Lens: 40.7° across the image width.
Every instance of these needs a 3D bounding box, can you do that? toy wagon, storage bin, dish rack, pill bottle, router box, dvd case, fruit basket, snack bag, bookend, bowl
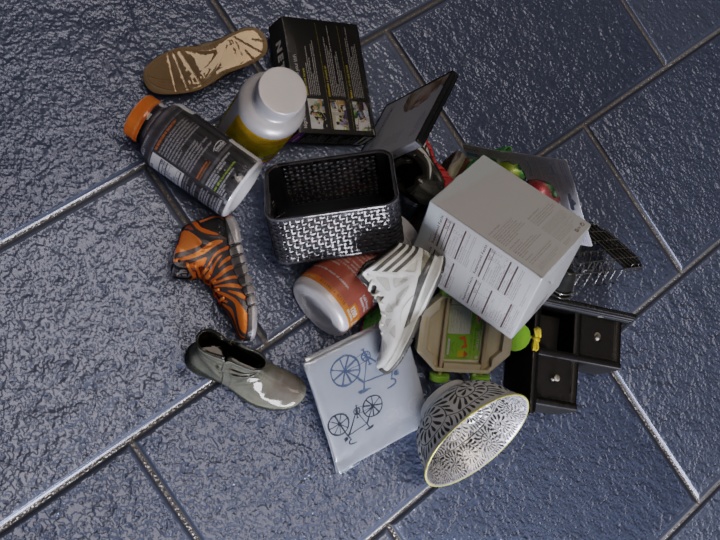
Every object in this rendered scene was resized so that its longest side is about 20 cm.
[{"bbox_3d":[0.187,0.103,1.543,0.199,0.040,0.156,3,104,-11],"label":"toy wagon"},{"bbox_3d":[-0.040,-0.097,1.472,0.199,0.094,0.135,-7,44,1],"label":"storage bin"},{"bbox_3d":[0.376,-0.024,1.667,0.200,0.055,0.153,-6,40,-30],"label":"dish rack"},{"bbox_3d":[-0.255,-0.178,1.453,0.200,0.106,0.106,36,67,0],"label":"pill bottle"},{"bbox_3d":[-0.062,-0.308,1.583,0.149,0.051,0.201,-2,78,-34],"label":"router box"},{"bbox_3d":[0.069,-0.234,1.552,0.018,0.200,0.143,35,67,-21],"label":"dvd case"},{"bbox_3d":[0.272,-0.126,1.571,0.094,0.200,0.185,-54,134,-30],"label":"fruit basket"},{"bbox_3d":[0.000,0.000,1.516,0.200,0.112,0.112,-42,95,-24],"label":"pill bottle"},{"bbox_3d":[0.015,0.189,1.498,0.188,0.021,0.200,-25,109,-26],"label":"snack bag"},{"bbox_3d":[-0.146,-0.234,1.465,0.104,0.200,0.105,5,76,-20],"label":"pill bottle"},{"bbox_3d":[0.350,0.158,1.627,0.198,0.092,0.201,13,74,-19],"label":"bookend"},{"bbox_3d":[0.155,0.232,1.506,0.200,0.201,0.094,-24,54,-25],"label":"bowl"}]

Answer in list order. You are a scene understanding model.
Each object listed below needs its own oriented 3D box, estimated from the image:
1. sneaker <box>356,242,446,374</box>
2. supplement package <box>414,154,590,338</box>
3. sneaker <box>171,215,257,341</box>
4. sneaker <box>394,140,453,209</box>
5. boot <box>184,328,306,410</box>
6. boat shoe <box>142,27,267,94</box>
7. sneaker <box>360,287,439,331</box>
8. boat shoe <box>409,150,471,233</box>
[{"bbox_3d":[0.039,0.049,1.451,0.115,0.076,0.201,23,103,1],"label":"sneaker"},{"bbox_3d":[0.207,-0.037,1.469,0.200,0.151,0.152,36,51,17],"label":"supplement package"},{"bbox_3d":[-0.223,0.018,1.452,0.112,0.078,0.200,-11,71,-19],"label":"sneaker"},{"bbox_3d":[0.077,-0.174,1.563,0.098,0.071,0.201,17,32,-39],"label":"sneaker"},{"bbox_3d":[-0.158,0.148,1.407,0.200,0.131,0.068,23,70,-15],"label":"boot"},{"bbox_3d":[-0.242,-0.325,1.525,0.200,0.065,0.072,-24,96,-6],"label":"boat shoe"},{"bbox_3d":[0.083,0.052,1.556,0.200,0.077,0.084,-40,102,-17],"label":"sneaker"},{"bbox_3d":[0.143,-0.108,1.621,0.072,0.076,0.200,35,69,-13],"label":"boat shoe"}]
